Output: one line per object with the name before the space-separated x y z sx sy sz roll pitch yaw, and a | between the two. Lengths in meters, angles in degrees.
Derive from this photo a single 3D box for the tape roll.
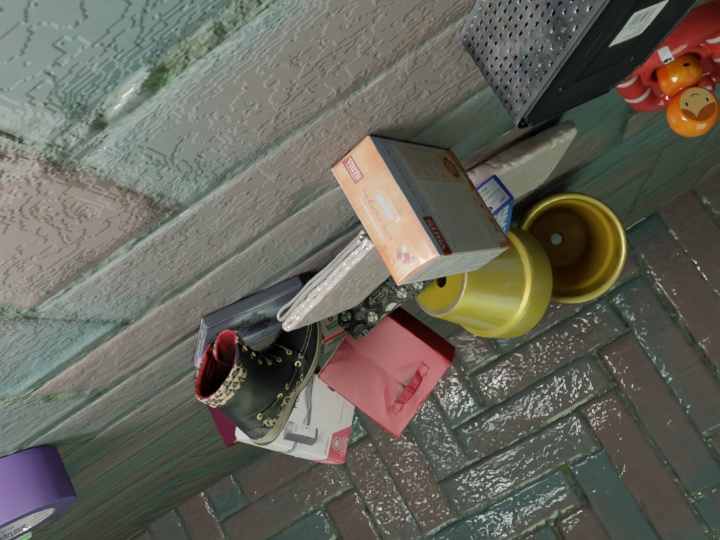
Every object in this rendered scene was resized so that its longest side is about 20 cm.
tape roll | -0.525 0.342 1.010 0.199 0.086 0.200 -29 166 -8

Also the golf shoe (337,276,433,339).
golf shoe | 0.046 0.028 1.142 0.199 0.077 0.088 -39 177 7

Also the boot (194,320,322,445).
boot | -0.135 0.121 0.949 0.151 0.073 0.202 47 62 -48

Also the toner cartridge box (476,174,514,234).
toner cartridge box | 0.162 -0.062 0.973 0.095 0.043 0.200 -37 167 3

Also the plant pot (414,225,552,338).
plant pot | 0.195 0.017 1.200 0.187 0.203 0.201 3 148 -40

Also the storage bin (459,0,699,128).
storage bin | 0.175 -0.210 0.509 0.134 0.094 0.200 -25 167 -20

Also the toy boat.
toy boat | 0.342 -0.205 0.745 0.130 0.132 0.199 -24 160 31

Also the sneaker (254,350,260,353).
sneaker | -0.187 0.158 1.089 0.099 0.070 0.200 -34 -173 -31

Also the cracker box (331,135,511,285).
cracker box | 0.071 -0.063 0.728 0.058 0.135 0.199 -36 165 28

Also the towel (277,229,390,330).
towel | 0.000 0.000 0.953 0.200 0.032 0.190 -43 165 32

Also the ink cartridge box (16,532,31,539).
ink cartridge box | -0.653 0.467 1.182 0.144 0.088 0.200 -21 165 -39

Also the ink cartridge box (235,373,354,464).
ink cartridge box | -0.114 0.261 1.278 0.199 0.147 0.084 24 156 -31

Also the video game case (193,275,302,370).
video game case | -0.164 0.079 0.986 0.142 0.019 0.200 -25 166 -25

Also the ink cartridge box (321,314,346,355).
ink cartridge box | -0.076 0.109 1.214 0.108 0.051 0.200 -28 167 -14

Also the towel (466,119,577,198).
towel | 0.198 -0.127 0.997 0.199 0.032 0.191 -29 167 -6

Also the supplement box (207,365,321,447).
supplement box | -0.181 0.248 1.376 0.199 0.104 0.131 -19 164 -39

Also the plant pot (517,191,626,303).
plant pot | 0.394 -0.052 1.353 0.200 0.202 0.189 -33 -178 11

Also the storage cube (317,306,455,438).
storage cube | 0.053 0.169 1.279 0.172 0.179 0.200 -55 174 7
